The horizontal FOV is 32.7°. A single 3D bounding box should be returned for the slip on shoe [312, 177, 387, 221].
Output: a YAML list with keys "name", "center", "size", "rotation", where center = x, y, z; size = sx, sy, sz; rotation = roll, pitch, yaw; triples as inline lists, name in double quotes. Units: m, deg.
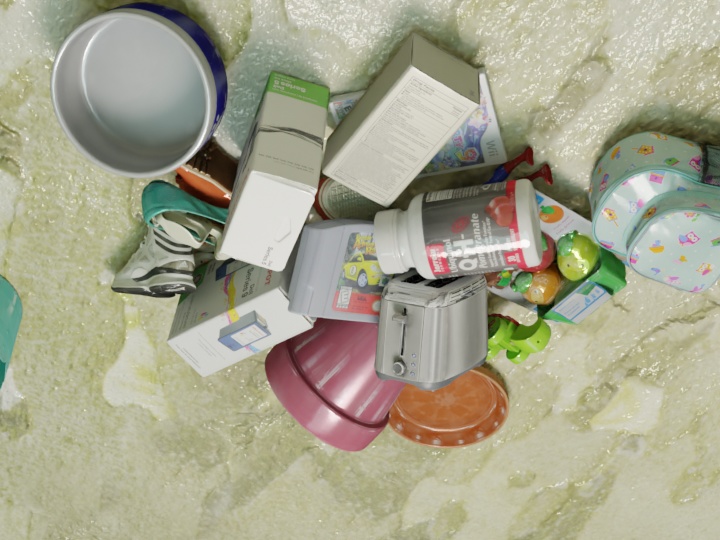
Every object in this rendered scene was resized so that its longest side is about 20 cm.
- name: "slip on shoe"
  center: [-0.001, -0.062, 1.656]
  size: [0.061, 0.074, 0.200]
  rotation: [15, 159, 48]

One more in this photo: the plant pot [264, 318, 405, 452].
- name: "plant pot"
  center: [-0.008, 0.128, 1.754]
  size: [0.200, 0.200, 0.179]
  rotation: [33, 112, -24]

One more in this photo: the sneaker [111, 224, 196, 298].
- name: "sneaker"
  center: [-0.283, -0.023, 1.712]
  size: [0.076, 0.116, 0.200]
  rotation: [9, 171, -35]

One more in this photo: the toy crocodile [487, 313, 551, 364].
- name: "toy crocodile"
  center: [0.190, 0.087, 1.729]
  size: [0.067, 0.062, 0.200]
  rotation: [36, 165, -23]

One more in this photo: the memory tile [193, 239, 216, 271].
- name: "memory tile"
  center: [-0.172, 0.011, 1.765]
  size: [0.153, 0.017, 0.200]
  rotation: [5, 134, 1]

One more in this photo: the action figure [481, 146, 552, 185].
- name: "action figure"
  center: [0.157, -0.088, 1.622]
  size: [0.200, 0.052, 0.065]
  rotation: [-31, 129, 32]

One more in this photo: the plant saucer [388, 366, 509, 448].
- name: "plant saucer"
  center: [0.132, 0.204, 1.911]
  size: [0.200, 0.032, 0.200]
  rotation: [3, 134, 3]

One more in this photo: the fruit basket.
- name: "fruit basket"
  center: [0.249, -0.008, 1.646]
  size: [0.200, 0.094, 0.185]
  rotation: [24, 133, -26]

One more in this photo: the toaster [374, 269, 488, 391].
- name: "toaster"
  center: [0.101, 0.069, 1.618]
  size: [0.114, 0.200, 0.129]
  rotation: [12, 109, 33]

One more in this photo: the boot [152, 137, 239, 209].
- name: "boot"
  center: [-0.220, -0.121, 1.609]
  size: [0.200, 0.075, 0.107]
  rotation: [37, 131, -28]

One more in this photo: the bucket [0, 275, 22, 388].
- name: "bucket"
  center: [-0.601, 0.090, 1.798]
  size: [0.207, 0.135, 0.207]
  rotation: [2, 133, 2]

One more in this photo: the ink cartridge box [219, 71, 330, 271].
- name: "ink cartridge box"
  center: [-0.103, -0.122, 1.505]
  size: [0.084, 0.200, 0.146]
  rotation: [17, 132, -11]

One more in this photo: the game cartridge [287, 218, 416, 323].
- name: "game cartridge"
  center: [0.000, 0.000, 1.613]
  size: [0.200, 0.041, 0.133]
  rotation: [7, 96, -41]

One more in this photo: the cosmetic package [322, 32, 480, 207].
- name: "cosmetic package"
  center: [0.048, -0.180, 1.499]
  size: [0.103, 0.073, 0.200]
  rotation: [28, 130, -20]

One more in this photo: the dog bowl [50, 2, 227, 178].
- name: "dog bowl"
  center: [-0.263, -0.216, 1.468]
  size: [0.200, 0.079, 0.200]
  rotation: [4, 112, 10]

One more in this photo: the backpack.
- name: "backpack"
  center: [0.389, -0.076, 1.543]
  size: [0.200, 0.153, 0.176]
  rotation: [20, 138, -4]

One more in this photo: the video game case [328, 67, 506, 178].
- name: "video game case"
  center: [0.075, -0.179, 1.561]
  size: [0.200, 0.018, 0.143]
  rotation: [-9, 131, 13]

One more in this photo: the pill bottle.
- name: "pill bottle"
  center: [0.123, -0.048, 1.542]
  size: [0.200, 0.111, 0.111]
  rotation: [-8, 132, 15]

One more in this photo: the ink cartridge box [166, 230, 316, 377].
- name: "ink cartridge box"
  center: [-0.153, 0.038, 1.678]
  size: [0.200, 0.145, 0.088]
  rotation: [-23, 125, 26]

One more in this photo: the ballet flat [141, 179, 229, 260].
- name: "ballet flat"
  center: [-0.195, -0.051, 1.591]
  size: [0.200, 0.070, 0.067]
  rotation: [21, 144, -25]
